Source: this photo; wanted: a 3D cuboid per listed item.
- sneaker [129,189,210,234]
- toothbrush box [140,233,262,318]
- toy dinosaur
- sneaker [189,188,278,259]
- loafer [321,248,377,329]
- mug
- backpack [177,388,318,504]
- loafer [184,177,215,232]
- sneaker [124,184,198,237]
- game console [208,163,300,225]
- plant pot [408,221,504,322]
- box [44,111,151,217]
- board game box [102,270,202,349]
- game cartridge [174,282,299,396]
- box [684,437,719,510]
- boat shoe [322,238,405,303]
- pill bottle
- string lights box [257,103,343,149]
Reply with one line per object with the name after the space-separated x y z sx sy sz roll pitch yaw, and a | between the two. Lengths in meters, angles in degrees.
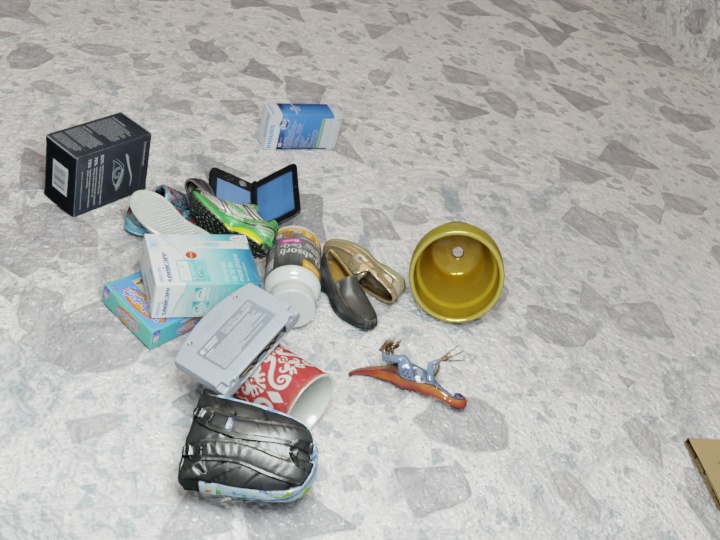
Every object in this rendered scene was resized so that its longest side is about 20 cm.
-0.384 -0.083 1.790 0.199 0.082 0.074 39 71 -10 | sneaker
-0.300 0.008 1.649 0.198 0.086 0.147 -1 41 -23 | toothbrush box
0.111 0.212 1.681 0.199 0.105 0.182 -37 70 -5 | toy dinosaur
-0.256 -0.105 1.775 0.199 0.078 0.086 32 58 -1 | sneaker
-0.030 0.039 1.808 0.072 0.073 0.200 -17 50 -39 | loafer
-0.158 0.194 1.548 0.199 0.178 0.134 32 76 24 | mug
-0.162 0.287 1.382 0.197 0.154 0.165 2 57 11 | backpack
-0.306 -0.104 1.827 0.201 0.072 0.063 56 5 8 | loafer
-0.397 -0.136 1.854 0.079 0.096 0.199 39 42 25 | sneaker
-0.235 -0.175 1.945 0.169 0.119 0.201 23 32 -24 | game console
0.207 -0.016 1.895 0.199 0.203 0.189 19 21 1 | plant pot
-0.551 -0.225 1.861 0.104 0.149 0.199 34 39 22 | box
-0.361 0.053 1.674 0.152 0.045 0.199 39 41 25 | board game box
-0.212 0.113 1.493 0.133 0.041 0.200 28 57 23 | game cartridge
0.751 0.398 1.727 0.197 0.021 0.164 6 39 -15 | box
0.000 0.000 1.871 0.199 0.072 0.065 29 37 11 | boat shoe
-0.134 0.012 1.762 0.115 0.117 0.201 10 37 -11 | pill bottle
-0.152 -0.364 2.238 0.198 0.104 0.059 -4 42 -27 | string lights box
